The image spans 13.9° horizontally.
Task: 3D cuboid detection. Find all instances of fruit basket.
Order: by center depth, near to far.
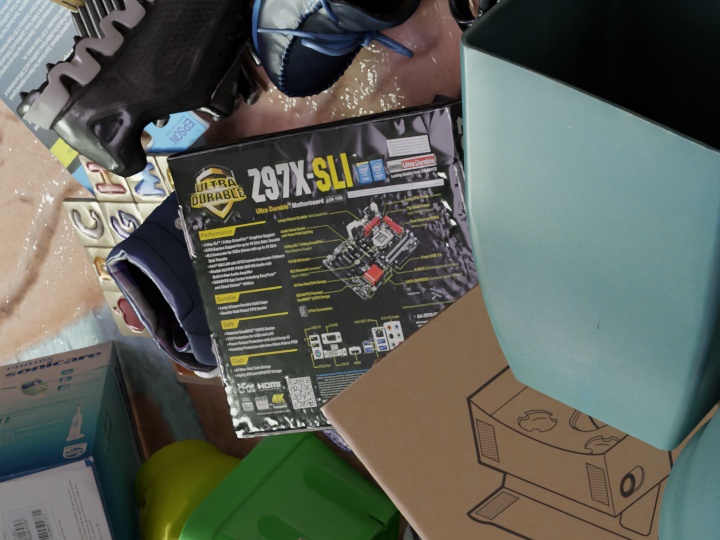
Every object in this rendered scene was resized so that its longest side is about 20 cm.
[{"bbox_3d":[-0.080,0.184,1.820,0.214,0.156,0.217,19,130,25],"label":"fruit basket"}]

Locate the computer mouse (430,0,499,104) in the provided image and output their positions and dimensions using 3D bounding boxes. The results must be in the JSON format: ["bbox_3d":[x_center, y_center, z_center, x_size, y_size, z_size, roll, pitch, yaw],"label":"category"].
[{"bbox_3d":[0.054,-0.090,1.531,0.059,0.034,0.201,37,138,36],"label":"computer mouse"}]

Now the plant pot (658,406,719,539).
[{"bbox_3d":[0.227,0.114,1.304,0.201,0.199,0.188,64,162,-1],"label":"plant pot"}]

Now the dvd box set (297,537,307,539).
[{"bbox_3d":[-0.015,0.254,1.730,0.201,0.145,0.029,-59,20,32],"label":"dvd box set"}]

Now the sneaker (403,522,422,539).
[{"bbox_3d":[0.112,0.116,1.565,0.200,0.090,0.079,-39,51,37],"label":"sneaker"}]

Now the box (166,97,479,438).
[{"bbox_3d":[0.000,0.000,1.558,0.199,0.049,0.161,-9,97,40],"label":"box"}]

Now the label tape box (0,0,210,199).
[{"bbox_3d":[-0.170,-0.145,1.770,0.200,0.066,0.143,45,146,-3],"label":"label tape box"}]

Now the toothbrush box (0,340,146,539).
[{"bbox_3d":[-0.184,0.153,1.891,0.200,0.085,0.147,-90,-13,-69],"label":"toothbrush box"}]

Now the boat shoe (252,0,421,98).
[{"bbox_3d":[-0.004,-0.149,1.526,0.069,0.084,0.200,56,149,24],"label":"boat shoe"}]

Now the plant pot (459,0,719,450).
[{"bbox_3d":[0.134,-0.032,1.344,0.141,0.141,0.201,25,135,25],"label":"plant pot"}]

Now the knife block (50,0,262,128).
[{"bbox_3d":[-0.116,-0.189,1.690,0.064,0.175,0.201,-34,39,56],"label":"knife block"}]

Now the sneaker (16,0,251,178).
[{"bbox_3d":[-0.088,-0.130,1.595,0.090,0.200,0.066,43,179,-3],"label":"sneaker"}]

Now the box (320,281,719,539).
[{"bbox_3d":[0.103,0.096,1.477,0.163,0.021,0.200,-38,90,12],"label":"box"}]

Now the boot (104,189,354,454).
[{"bbox_3d":[-0.062,0.045,1.703,0.200,0.090,0.073,51,142,-5],"label":"boot"}]

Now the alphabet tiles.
[{"bbox_3d":[-0.092,0.002,1.773,0.199,0.006,0.167,3,125,42],"label":"alphabet tiles"}]
